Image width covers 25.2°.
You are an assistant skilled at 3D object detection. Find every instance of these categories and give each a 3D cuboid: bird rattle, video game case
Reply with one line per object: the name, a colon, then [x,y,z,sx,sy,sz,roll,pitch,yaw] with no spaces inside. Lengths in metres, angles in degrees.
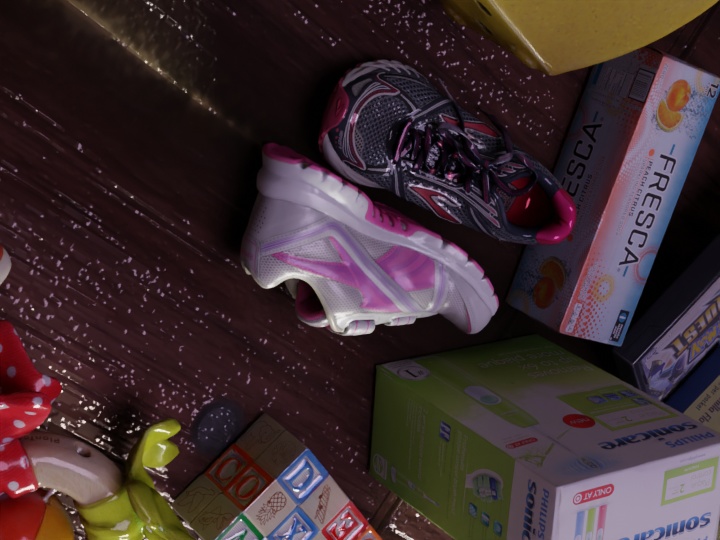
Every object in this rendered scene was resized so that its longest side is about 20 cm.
bird rattle: [-0.187,0.137,0.920,0.199,0.113,0.164,25,110,-36]
video game case: [0.276,0.040,1.217,0.200,0.025,0.181,-45,145,-12]

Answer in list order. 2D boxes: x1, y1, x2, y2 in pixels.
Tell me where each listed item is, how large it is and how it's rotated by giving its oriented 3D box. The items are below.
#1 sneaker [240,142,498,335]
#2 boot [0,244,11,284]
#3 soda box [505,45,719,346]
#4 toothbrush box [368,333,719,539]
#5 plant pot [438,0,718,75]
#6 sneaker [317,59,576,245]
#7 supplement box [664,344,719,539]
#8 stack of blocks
sneaker: [0.000,0.000,1.011,0.199,0.081,0.089,29,93,-31]
boot: [-0.271,0.019,0.828,0.199,0.075,0.108,-38,131,-18]
soda box: [0.175,-0.054,1.116,0.068,0.063,0.202,13,101,-38]
toothbrush box: [0.119,0.123,1.061,0.144,0.200,0.087,-9,114,-31]
plant pot: [0.117,-0.232,0.927,0.200,0.195,0.194,-49,129,0]
sneaker: [0.059,-0.073,1.019,0.199,0.075,0.081,20,97,-38]
supplement box: [0.311,0.200,1.200,0.134,0.200,0.200,-43,144,-13]
stack of blocks: [-0.041,0.205,1.071,0.115,0.058,0.201,-44,128,-12]
